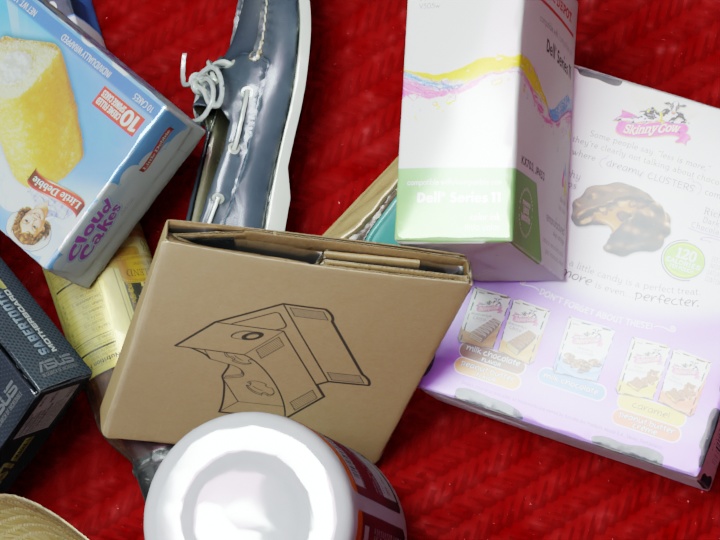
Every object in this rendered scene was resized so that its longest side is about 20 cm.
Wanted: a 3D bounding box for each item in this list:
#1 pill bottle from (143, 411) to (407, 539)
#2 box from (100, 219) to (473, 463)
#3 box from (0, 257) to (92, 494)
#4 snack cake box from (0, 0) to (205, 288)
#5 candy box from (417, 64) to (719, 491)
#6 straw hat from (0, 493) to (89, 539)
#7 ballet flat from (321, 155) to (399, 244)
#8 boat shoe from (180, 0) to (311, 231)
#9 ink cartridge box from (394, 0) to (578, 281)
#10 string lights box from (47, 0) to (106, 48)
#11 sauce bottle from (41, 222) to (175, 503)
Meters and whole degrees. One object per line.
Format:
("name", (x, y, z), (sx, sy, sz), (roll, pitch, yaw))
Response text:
("pill bottle", (-0.038, 0.142, 1.583), (0.113, 0.200, 0.113), (-2, 79, 12))
("box", (-0.045, 0.042, 1.581), (0.163, 0.200, 0.021), (7, 57, -13))
("box", (-0.257, 0.068, 1.675), (0.158, 0.051, 0.200), (50, 125, 16))
("snack cake box", (-0.201, -0.097, 1.669), (0.200, 0.067, 0.115), (39, 93, 20))
("candy box", (0.145, 0.000, 1.636), (0.167, 0.072, 0.200), (18, 84, 16))
("straw hat", (-0.132, 0.197, 1.651), (0.085, 0.201, 0.201), (-29, 70, -37))
("ballet flat", (0.000, 0.000, 1.677), (0.200, 0.063, 0.069), (-44, 106, 1))
("boat shoe", (-0.071, -0.089, 1.698), (0.062, 0.075, 0.201), (8, 88, -16))
("ink cartridge box", (0.070, -0.102, 1.575), (0.067, 0.117, 0.201), (0, 80, 18))
("string lights box", (-0.226, -0.188, 1.760), (0.103, 0.059, 0.200), (-20, 76, 9))
("sauce bottle", (-0.131, 0.055, 1.693), (0.066, 0.066, 0.200), (-22, 78, 8))
